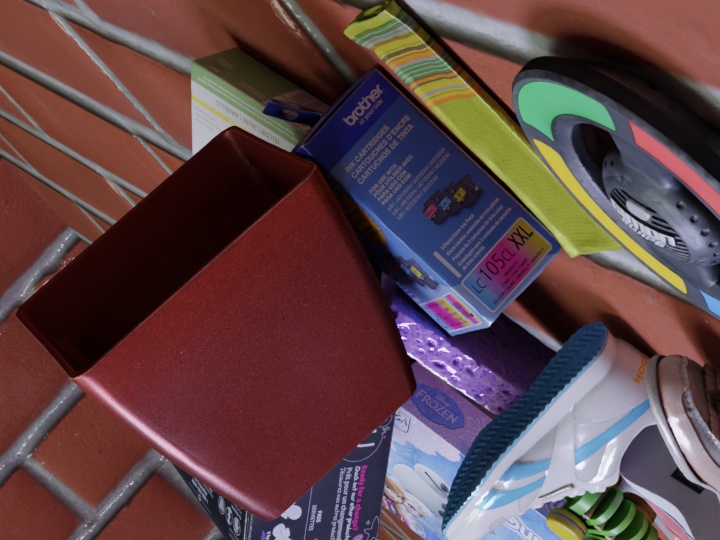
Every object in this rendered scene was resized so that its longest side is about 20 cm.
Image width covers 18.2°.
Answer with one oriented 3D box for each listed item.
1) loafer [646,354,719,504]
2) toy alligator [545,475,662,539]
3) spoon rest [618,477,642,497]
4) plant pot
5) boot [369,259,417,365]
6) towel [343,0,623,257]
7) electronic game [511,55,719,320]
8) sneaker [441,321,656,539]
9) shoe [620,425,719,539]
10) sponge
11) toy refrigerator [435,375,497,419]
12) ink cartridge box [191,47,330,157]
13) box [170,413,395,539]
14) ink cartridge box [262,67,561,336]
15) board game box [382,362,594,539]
[{"bbox_3d":[0.238,0.109,1.388,0.063,0.072,0.200,-14,138,24],"label":"loafer"},{"bbox_3d":[0.197,0.197,1.625,0.200,0.059,0.054,45,160,-21],"label":"toy alligator"},{"bbox_3d":[0.145,0.109,1.716,0.200,0.061,0.099,42,132,11],"label":"spoon rest"},{"bbox_3d":[-0.081,0.046,1.488,0.176,0.200,0.200,52,172,-21],"label":"plant pot"},{"bbox_3d":[0.001,0.000,1.745,0.163,0.073,0.198,65,146,34],"label":"boot"},{"bbox_3d":[0.073,-0.080,1.320,0.200,0.018,0.086,44,171,-9],"label":"towel"},{"bbox_3d":[0.154,-0.033,1.125,0.200,0.042,0.200,42,171,9],"label":"electronic game"},{"bbox_3d":[0.128,0.127,1.521,0.081,0.200,0.077,35,-149,-13],"label":"sneaker"},{"bbox_3d":[0.260,0.178,1.554,0.091,0.071,0.200,47,175,-32],"label":"shoe"},{"bbox_3d":[0.097,0.065,1.598,0.200,0.030,0.112,35,-159,-12],"label":"sponge"},{"bbox_3d":[0.066,0.083,1.843,0.200,0.076,0.070,39,-150,23],"label":"toy refrigerator"},{"bbox_3d":[-0.065,-0.048,1.669,0.145,0.048,0.200,34,134,40],"label":"ink cartridge box"},{"bbox_3d":[-0.068,0.114,1.707,0.200,0.114,0.132,-134,46,-54],"label":"box"},{"bbox_3d":[0.024,-0.053,1.476,0.200,0.076,0.136,45,170,-2],"label":"ink cartridge box"},{"bbox_3d":[0.101,0.186,1.761,0.200,0.043,0.199,37,154,17],"label":"board game box"}]
